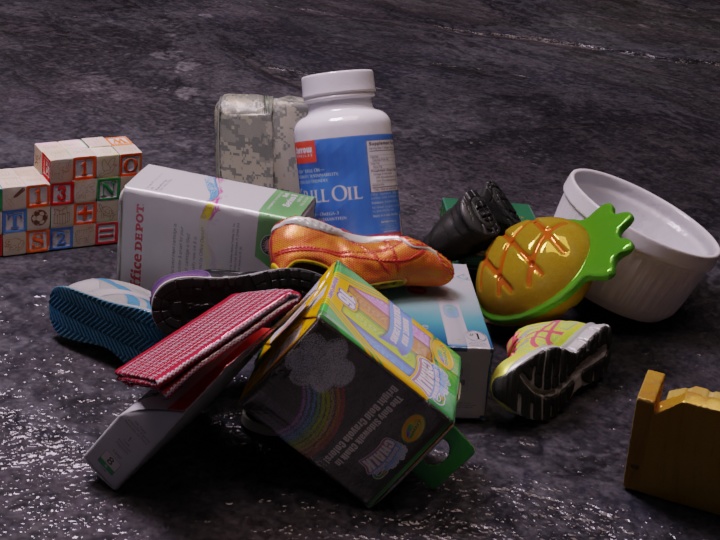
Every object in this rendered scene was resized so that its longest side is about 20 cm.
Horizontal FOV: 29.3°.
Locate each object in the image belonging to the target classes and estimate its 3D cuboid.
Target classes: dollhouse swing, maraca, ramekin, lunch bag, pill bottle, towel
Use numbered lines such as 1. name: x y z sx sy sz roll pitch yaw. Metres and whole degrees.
1. dollhouse swing: 0.368 0.136 1.295 0.199 0.183 0.176 14 46 17
2. maraca: 0.212 -0.007 1.519 0.199 0.107 0.138 -24 39 29
3. ramekin: 0.313 -0.026 1.631 0.199 0.106 0.200 23 22 -10
4. lunch bag: -0.085 -0.111 1.641 0.166 0.202 0.139 -1 3 -1
5. pill bottle: -0.016 -0.119 1.542 0.111 0.202 0.112 -7 3 0
6. towel: -0.135 0.061 1.197 0.144 0.023 0.200 -34 9 -17

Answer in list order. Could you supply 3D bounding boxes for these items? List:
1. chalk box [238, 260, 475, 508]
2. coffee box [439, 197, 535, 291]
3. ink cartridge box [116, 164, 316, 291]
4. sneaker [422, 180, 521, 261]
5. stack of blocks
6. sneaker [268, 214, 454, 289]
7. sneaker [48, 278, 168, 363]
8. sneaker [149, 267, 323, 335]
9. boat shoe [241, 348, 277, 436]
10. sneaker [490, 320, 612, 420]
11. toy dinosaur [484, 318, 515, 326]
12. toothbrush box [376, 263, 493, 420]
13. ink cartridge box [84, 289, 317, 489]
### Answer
1. chalk box: 0.012 0.114 1.246 0.200 0.124 0.124 39 23 -10
2. coffee box: 0.170 -0.030 1.726 0.122 0.044 0.200 3 26 -8
3. ink cartridge box: -0.158 -0.020 1.502 0.198 0.146 0.088 10 25 8
4. sneaker: 0.130 -0.052 1.623 0.076 0.091 0.200 59 23 11
5. stack of blocks: -0.363 -0.088 1.632 0.199 0.116 0.059 -9 29 -29
6. sneaker: 0.000 0.000 1.415 0.198 0.078 0.073 8 -21 -14
7. sneaker: -0.223 0.055 1.413 0.199 0.077 0.081 24 25 27
8. sneaker: -0.107 0.024 1.355 0.198 0.076 0.088 5 11 -12
9. boat shoe: -0.067 0.091 1.386 0.071 0.068 0.200 9 24 9
10. sneaker: 0.181 0.098 1.436 0.090 0.079 0.199 15 19 34
11. toy dinosaur: 0.069 0.029 1.585 0.199 0.061 0.107 12 37 -17
12. toothbrush box: 0.051 0.068 1.441 0.145 0.086 0.200 3 24 -5
13. ink cartridge box: -0.142 0.090 1.214 0.050 0.200 0.161 44 36 3
